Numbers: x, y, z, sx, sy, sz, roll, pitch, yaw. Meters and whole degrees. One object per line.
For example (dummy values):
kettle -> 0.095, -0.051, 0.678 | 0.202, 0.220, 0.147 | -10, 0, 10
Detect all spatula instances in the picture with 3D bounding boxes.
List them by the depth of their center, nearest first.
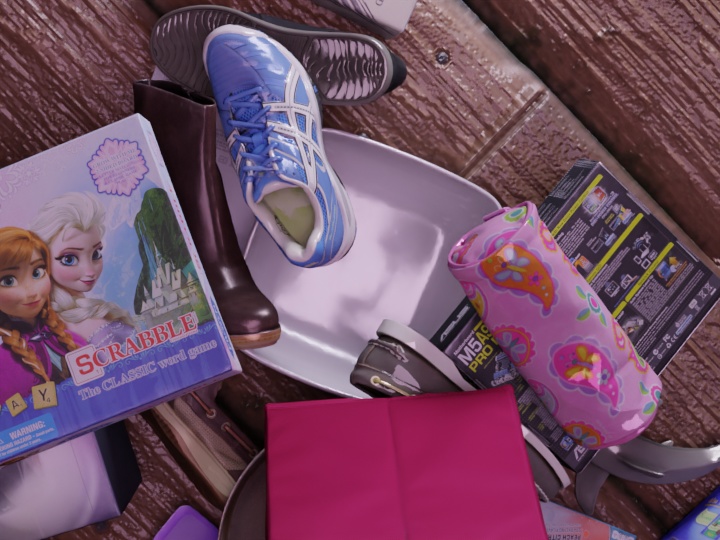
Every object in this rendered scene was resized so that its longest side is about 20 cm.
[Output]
spatula -> -0.091, 0.276, 1.428 | 0.200, 0.021, 0.057 | 41, 86, -9

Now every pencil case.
pencil case -> 0.151, 0.045, 1.309 | 0.087, 0.087, 0.200 | -40, 106, -4

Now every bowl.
bowl -> 0.000, 0.000, 1.393 | 0.199, 0.075, 0.201 | 21, 89, -11

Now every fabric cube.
fabric cube -> 0.033, 0.225, 1.246 | 0.199, 0.200, 0.197 | -5, 121, -1

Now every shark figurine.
shark figurine -> 0.260, 0.153, 1.438 | 0.213, 0.090, 0.129 | 3, 95, -6

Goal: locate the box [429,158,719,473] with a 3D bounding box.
box -> 0.176, 0.037, 1.379 | 0.160, 0.044, 0.200 | 41, 85, -16

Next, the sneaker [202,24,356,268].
sneaker -> -0.062, -0.093, 1.290 | 0.075, 0.077, 0.201 | -25, 96, 17

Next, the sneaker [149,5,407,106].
sneaker -> -0.064, -0.164, 1.374 | 0.199, 0.106, 0.075 | 12, 95, 11

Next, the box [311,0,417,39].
box -> -0.043, -0.265, 1.374 | 0.199, 0.068, 0.082 | 24, 89, -8

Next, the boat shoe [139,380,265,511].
boat shoe -> -0.143, 0.099, 1.390 | 0.072, 0.072, 0.200 | -38, 98, -18

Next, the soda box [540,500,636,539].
soda box -> 0.124, 0.211, 1.413 | 0.199, 0.068, 0.064 | 23, 85, -18

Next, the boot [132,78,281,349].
boot -> -0.124, -0.043, 1.284 | 0.072, 0.200, 0.167 | -11, 118, -38

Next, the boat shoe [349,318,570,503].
boat shoe -> 0.078, 0.122, 1.345 | 0.202, 0.072, 0.060 | 41, 75, -12

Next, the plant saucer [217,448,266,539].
plant saucer -> -0.030, 0.218, 1.405 | 0.199, 0.032, 0.201 | -3, 97, -25

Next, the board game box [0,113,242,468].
board game box -> -0.213, 0.016, 1.231 | 0.199, 0.041, 0.200 | -22, 82, 2

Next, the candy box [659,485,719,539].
candy box -> 0.363, 0.210, 1.413 | 0.200, 0.169, 0.077 | -42, 103, -3

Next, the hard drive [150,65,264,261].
hard drive -> -0.138, -0.058, 1.396 | 0.131, 0.026, 0.201 | 21, 91, -9

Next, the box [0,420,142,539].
box -> -0.298, 0.112, 1.324 | 0.198, 0.123, 0.201 | -18, 96, 1
